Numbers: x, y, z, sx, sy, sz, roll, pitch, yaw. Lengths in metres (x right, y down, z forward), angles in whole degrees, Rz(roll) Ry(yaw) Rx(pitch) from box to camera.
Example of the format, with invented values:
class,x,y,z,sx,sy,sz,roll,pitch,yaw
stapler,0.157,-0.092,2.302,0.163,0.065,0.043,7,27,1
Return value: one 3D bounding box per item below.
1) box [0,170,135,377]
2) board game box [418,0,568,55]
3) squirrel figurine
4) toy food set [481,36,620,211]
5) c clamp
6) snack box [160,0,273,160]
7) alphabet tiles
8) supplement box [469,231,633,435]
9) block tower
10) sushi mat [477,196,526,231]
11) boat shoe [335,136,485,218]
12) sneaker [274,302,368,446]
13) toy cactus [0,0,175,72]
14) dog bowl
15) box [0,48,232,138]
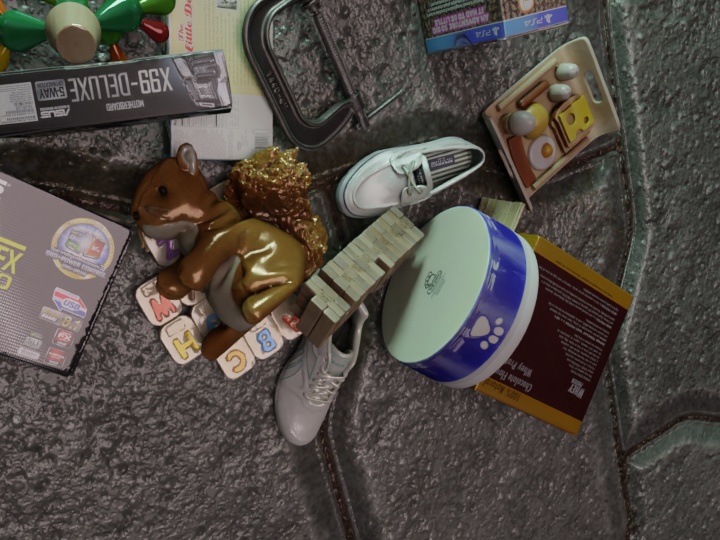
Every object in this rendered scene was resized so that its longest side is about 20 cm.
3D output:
class,x,y,z,sx,sy,sz,roll,pitch,yaw
box,-0.343,-0.007,0.681,0.198,0.044,0.163,26,86,-29
board game box,0.138,-0.366,0.808,0.095,0.159,0.204,-19,108,-23
squirrel figurine,-0.134,-0.045,0.735,0.188,0.141,0.200,50,59,-3
toy food set,0.265,-0.199,0.960,0.199,0.060,0.145,-39,114,-16
c clamp,-0.046,-0.230,0.795,0.171,0.027,0.201,-48,128,-21
snack box,-0.151,-0.220,0.750,0.114,0.037,0.205,-3,100,-29
alphabet tiles,-0.145,0.011,0.792,0.198,0.015,0.198,-33,105,-20
supplement box,0.220,0.078,0.942,0.195,0.132,0.203,26,86,-29
block tower,0.000,0.000,0.804,0.054,0.058,0.200,41,46,6
sushi mat,0.145,0.001,0.910,0.012,0.095,0.203,26,86,-27
boat shoe,0.063,-0.121,0.863,0.198,0.066,0.075,-28,110,-21
sneaker,-0.047,0.115,0.839,0.069,0.080,0.204,16,93,-30
toy cactus,-0.260,-0.213,0.631,0.196,0.166,0.104,-6,122,-21
dog bowl,0.113,0.030,0.839,0.078,0.199,0.203,26,86,-26
box,-0.216,-0.155,0.632,0.195,0.158,0.051,-10,102,-10
